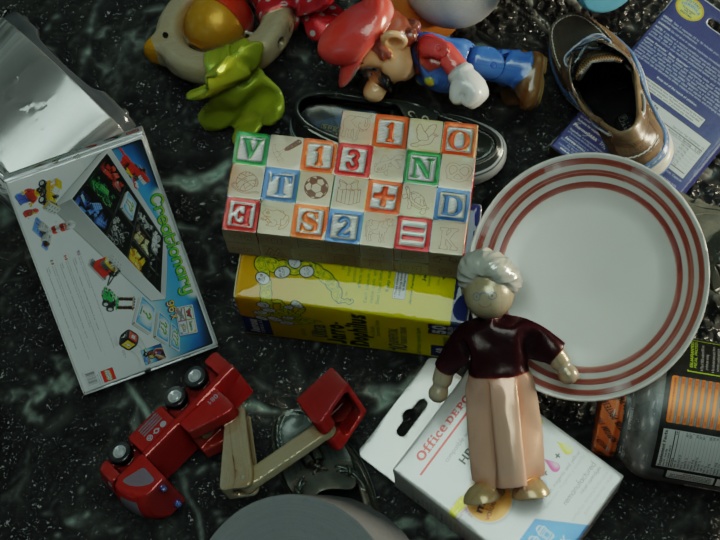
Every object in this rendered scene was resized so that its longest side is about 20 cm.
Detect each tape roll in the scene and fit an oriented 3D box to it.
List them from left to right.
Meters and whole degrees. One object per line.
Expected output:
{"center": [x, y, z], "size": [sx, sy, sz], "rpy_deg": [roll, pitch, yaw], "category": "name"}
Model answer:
{"center": [-0.042, 0.281, 1.505], "size": [0.199, 0.066, 0.202], "rpy_deg": [-4, 82, 28], "category": "tape roll"}

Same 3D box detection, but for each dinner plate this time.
{"center": [0.184, 0.005, 1.526], "size": [0.198, 0.024, 0.202], "rpy_deg": [-1, 86, 15], "category": "dinner plate"}

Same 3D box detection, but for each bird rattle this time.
{"center": [-0.107, -0.224, 1.698], "size": [0.162, 0.113, 0.201], "rpy_deg": [21, 70, 26], "category": "bird rattle"}

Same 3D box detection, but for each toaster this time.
{"center": [-0.296, -0.132, 1.665], "size": [0.200, 0.114, 0.129], "rpy_deg": [43, 81, 11], "category": "toaster"}

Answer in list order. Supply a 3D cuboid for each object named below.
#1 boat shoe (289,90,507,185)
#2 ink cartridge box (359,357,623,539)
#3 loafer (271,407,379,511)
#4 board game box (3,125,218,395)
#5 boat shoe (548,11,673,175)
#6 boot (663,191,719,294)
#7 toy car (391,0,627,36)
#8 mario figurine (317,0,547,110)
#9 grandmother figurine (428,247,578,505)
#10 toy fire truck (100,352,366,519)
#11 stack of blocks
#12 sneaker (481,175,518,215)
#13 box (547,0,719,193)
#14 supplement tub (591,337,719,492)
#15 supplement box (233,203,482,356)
{"center": [0.032, -0.119, 1.676], "size": [0.198, 0.057, 0.069], "rpy_deg": [8, 72, 5], "category": "boat shoe"}
{"center": [0.106, 0.164, 1.576], "size": [0.199, 0.068, 0.115], "rpy_deg": [36, 77, 12], "category": "ink cartridge box"}
{"center": [-0.016, 0.199, 1.573], "size": [0.071, 0.063, 0.201], "rpy_deg": [-26, 73, -6], "category": "loafer"}
{"center": [-0.212, -0.008, 1.609], "size": [0.125, 0.035, 0.202], "rpy_deg": [-19, 106, -5], "category": "board game box"}
{"center": [0.213, -0.168, 1.635], "size": [0.072, 0.072, 0.201], "rpy_deg": [-32, 49, 5], "category": "boat shoe"}
{"center": [0.299, -0.043, 1.600], "size": [0.130, 0.199, 0.068], "rpy_deg": [33, 115, 32], "category": "boot"}
{"center": [0.113, -0.277, 1.693], "size": [0.200, 0.176, 0.185], "rpy_deg": [-46, 46, 23], "category": "toy car"}
{"center": [0.056, -0.171, 1.660], "size": [0.198, 0.124, 0.107], "rpy_deg": [12, 61, -11], "category": "mario figurine"}
{"center": [0.113, 0.081, 1.498], "size": [0.120, 0.061, 0.202], "rpy_deg": [-8, 96, 1], "category": "grandmother figurine"}
{"center": [-0.108, 0.144, 1.572], "size": [0.200, 0.049, 0.141], "rpy_deg": [-45, 51, -10], "category": "toy fire truck"}
{"center": [-0.007, -0.067, 1.545], "size": [0.198, 0.059, 0.116], "rpy_deg": [6, 71, 4], "category": "stack of blocks"}
{"center": [0.202, -0.037, 1.637], "size": [0.198, 0.073, 0.113], "rpy_deg": [11, 44, -14], "category": "sneaker"}
{"center": [0.276, -0.146, 1.687], "size": [0.121, 0.032, 0.200], "rpy_deg": [38, 79, 13], "category": "box"}
{"center": [0.296, 0.121, 1.554], "size": [0.198, 0.123, 0.124], "rpy_deg": [10, 73, 6], "category": "supplement tub"}
{"center": [0.000, 0.000, 1.612], "size": [0.198, 0.109, 0.111], "rpy_deg": [7, 72, 5], "category": "supplement box"}
